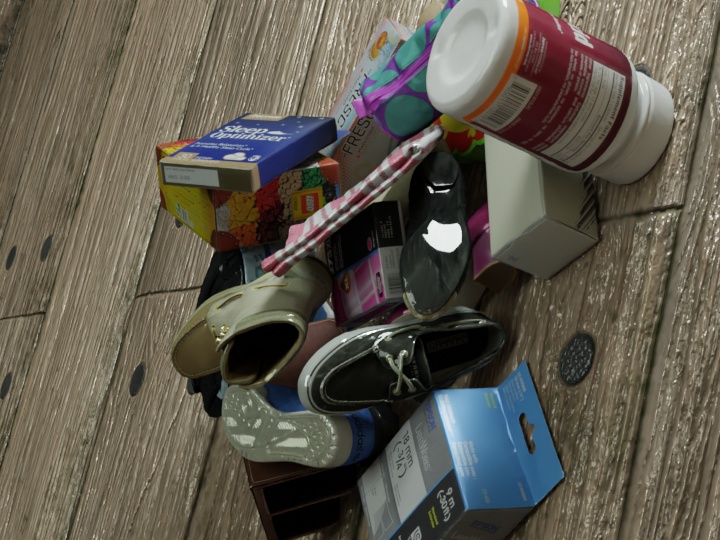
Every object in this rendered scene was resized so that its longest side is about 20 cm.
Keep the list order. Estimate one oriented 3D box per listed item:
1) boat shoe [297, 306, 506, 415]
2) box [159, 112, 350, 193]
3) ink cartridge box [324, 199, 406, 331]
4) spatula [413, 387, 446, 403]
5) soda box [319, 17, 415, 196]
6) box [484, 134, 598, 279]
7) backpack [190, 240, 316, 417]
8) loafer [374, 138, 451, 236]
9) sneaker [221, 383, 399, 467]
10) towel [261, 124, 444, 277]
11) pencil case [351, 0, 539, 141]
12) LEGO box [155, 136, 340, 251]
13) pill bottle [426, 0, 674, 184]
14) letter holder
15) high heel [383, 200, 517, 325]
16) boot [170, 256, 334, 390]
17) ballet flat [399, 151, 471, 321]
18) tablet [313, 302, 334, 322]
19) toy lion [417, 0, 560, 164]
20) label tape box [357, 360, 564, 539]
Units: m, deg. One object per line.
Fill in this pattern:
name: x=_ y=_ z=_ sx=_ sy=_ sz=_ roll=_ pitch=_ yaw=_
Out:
boat shoe: x=0.039 y=0.081 z=1.431 sx=0.064 sy=0.198 sz=0.072 roll=17 pitch=126 yaw=67
box: x=-0.109 y=-0.134 z=1.681 sx=0.120 sy=0.200 sz=0.033 roll=6 pitch=114 yaw=30
ink cartridge box: x=0.000 y=0.000 z=1.571 sx=0.200 sy=0.037 sz=0.096 roll=145 pitch=118 yaw=-69
spatula: x=0.042 y=0.118 z=1.568 sx=0.199 sy=0.020 sz=0.057 roll=7 pitch=90 yaw=60
soda box: x=0.014 y=-0.178 z=1.770 sx=0.201 sy=0.068 sz=0.064 roll=-59 pitch=31 yaw=20
box: x=0.164 y=-0.101 z=1.448 sx=0.082 sy=0.068 sz=0.202 roll=-39 pitch=40 yaw=44
backpack: x=-0.122 y=0.043 z=1.768 sx=0.201 sy=0.152 sz=0.164 roll=94 pitch=170 yaw=-45
loafer: x=0.032 y=-0.067 z=1.639 sx=0.200 sy=0.068 sz=0.076 roll=-51 pitch=53 yaw=45
sneaker: x=-0.044 y=0.149 z=1.536 sx=0.199 sy=0.110 sz=0.078 roll=3 pitch=93 yaw=50
towel: x=-0.006 y=-0.073 z=1.522 sx=0.199 sy=0.030 sz=0.146 roll=-39 pitch=4 yaw=15
pencil case: x=0.083 y=-0.214 z=1.544 sx=0.200 sy=0.092 sz=0.086 roll=-43 pitch=69 yaw=38
LEGO box: x=-0.127 y=-0.095 z=1.751 sx=0.200 sy=0.147 sz=0.078 roll=-147 pitch=49 yaw=-59
pill bottle: x=0.165 y=-0.153 z=1.339 sx=0.114 sy=0.198 sz=0.115 roll=-38 pitch=40 yaw=43
letter holder: x=-0.056 y=0.162 z=1.641 sx=0.201 sy=0.140 sz=0.101 roll=-109 pitch=4 yaw=-46
high heel: x=0.084 y=0.006 z=1.526 sx=0.200 sy=0.067 sz=0.097 roll=-46 pitch=28 yaw=42
boot: x=-0.123 y=0.073 z=1.559 sx=0.199 sy=0.072 sz=0.155 roll=-30 pitch=16 yaw=20
ballet flat: x=0.073 y=-0.028 z=1.476 sx=0.057 sy=0.066 sz=0.202 roll=89 pitch=-173 yaw=-48
tablet: x=-0.088 y=0.062 z=1.850 sx=0.131 sy=0.014 sz=0.200 roll=-61 pitch=28 yaw=16
toy lion: x=0.133 y=-0.216 z=1.599 sx=0.200 sy=0.068 sz=0.194 roll=-41 pitch=45 yaw=42
label tape box: x=0.083 y=0.187 z=1.404 sx=0.201 sy=0.063 sz=0.145 roll=-53 pitch=32 yaw=29
